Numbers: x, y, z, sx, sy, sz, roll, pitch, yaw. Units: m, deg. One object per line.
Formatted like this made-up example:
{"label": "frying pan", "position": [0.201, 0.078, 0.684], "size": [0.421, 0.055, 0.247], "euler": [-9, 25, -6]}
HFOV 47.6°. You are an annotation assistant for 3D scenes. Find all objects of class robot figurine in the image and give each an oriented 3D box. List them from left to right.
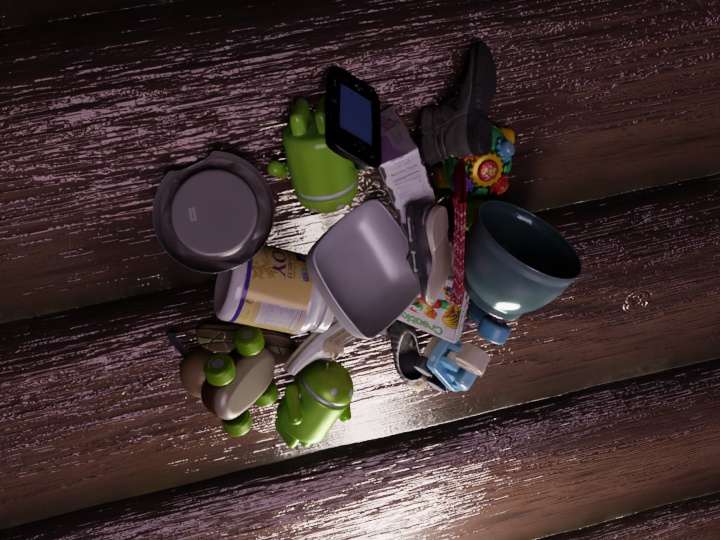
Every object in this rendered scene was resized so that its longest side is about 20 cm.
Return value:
{"label": "robot figurine", "position": [-0.091, 0.262, 1.637], "size": [0.174, 0.116, 0.201], "euler": [12, 120, -47]}
{"label": "robot figurine", "position": [-0.065, -0.184, 1.361], "size": [0.173, 0.116, 0.202], "euler": [-3, 127, 8]}

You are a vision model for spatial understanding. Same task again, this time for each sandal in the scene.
{"label": "sandal", "position": [-0.215, 0.127, 1.568], "size": [0.197, 0.054, 0.081], "euler": [11, 132, -4]}

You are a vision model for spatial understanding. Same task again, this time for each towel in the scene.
{"label": "towel", "position": [0.161, -0.064, 1.348], "size": [0.022, 0.145, 0.202], "euler": [2, 123, 7]}

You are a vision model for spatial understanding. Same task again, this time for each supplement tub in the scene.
{"label": "supplement tub", "position": [-0.150, 0.034, 1.464], "size": [0.198, 0.146, 0.147], "euler": [12, 119, -22]}

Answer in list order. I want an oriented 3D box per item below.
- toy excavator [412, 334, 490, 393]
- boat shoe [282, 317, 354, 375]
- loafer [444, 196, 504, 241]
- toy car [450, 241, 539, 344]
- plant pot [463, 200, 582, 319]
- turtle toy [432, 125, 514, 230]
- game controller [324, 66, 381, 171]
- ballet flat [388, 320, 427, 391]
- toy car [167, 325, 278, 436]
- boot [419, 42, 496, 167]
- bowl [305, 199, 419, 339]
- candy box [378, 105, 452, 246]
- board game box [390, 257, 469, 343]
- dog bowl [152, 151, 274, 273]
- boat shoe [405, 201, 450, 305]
{"label": "toy excavator", "position": [0.198, 0.180, 1.598], "size": [0.100, 0.199, 0.195], "euler": [-55, 133, -15]}
{"label": "boat shoe", "position": [-0.057, 0.137, 1.552], "size": [0.200, 0.075, 0.069], "euler": [-41, 86, -16]}
{"label": "loafer", "position": [0.184, -0.091, 1.526], "size": [0.198, 0.069, 0.071], "euler": [-12, 155, -13]}
{"label": "toy car", "position": [0.212, 0.005, 1.539], "size": [0.198, 0.177, 0.186], "euler": [21, 106, -12]}
{"label": "plant pot", "position": [0.254, -0.003, 1.386], "size": [0.198, 0.201, 0.135], "euler": [15, 123, -23]}
{"label": "turtle toy", "position": [0.207, -0.167, 1.443], "size": [0.144, 0.101, 0.203], "euler": [-2, 115, -14]}
{"label": "game controller", "position": [-0.012, -0.242, 1.292], "size": [0.042, 0.202, 0.104], "euler": [-33, 129, 31]}
{"label": "ballet flat", "position": [0.098, 0.179, 1.678], "size": [0.066, 0.057, 0.202], "euler": [-20, 125, 0]}
{"label": "toy car", "position": [-0.274, 0.183, 1.527], "size": [0.158, 0.198, 0.166], "euler": [-46, 141, -37]}
{"label": "boot", "position": [0.156, -0.279, 1.373], "size": [0.129, 0.203, 0.067], "euler": [-2, 168, 37]}
{"label": "bowl", "position": [0.000, 0.000, 1.434], "size": [0.200, 0.074, 0.201], "euler": [-42, 107, -34]}
{"label": "candy box", "position": [0.077, -0.151, 1.388], "size": [0.071, 0.169, 0.201], "euler": [-23, 126, 4]}
{"label": "board game box", "position": [0.105, 0.042, 1.531], "size": [0.198, 0.035, 0.128], "euler": [22, 125, 23]}
{"label": "dog bowl", "position": [-0.240, -0.092, 1.352], "size": [0.197, 0.059, 0.203], "euler": [0, 83, -2]}
{"label": "boat shoe", "position": [0.107, -0.030, 1.352], "size": [0.073, 0.062, 0.202], "euler": [-47, 146, -38]}
